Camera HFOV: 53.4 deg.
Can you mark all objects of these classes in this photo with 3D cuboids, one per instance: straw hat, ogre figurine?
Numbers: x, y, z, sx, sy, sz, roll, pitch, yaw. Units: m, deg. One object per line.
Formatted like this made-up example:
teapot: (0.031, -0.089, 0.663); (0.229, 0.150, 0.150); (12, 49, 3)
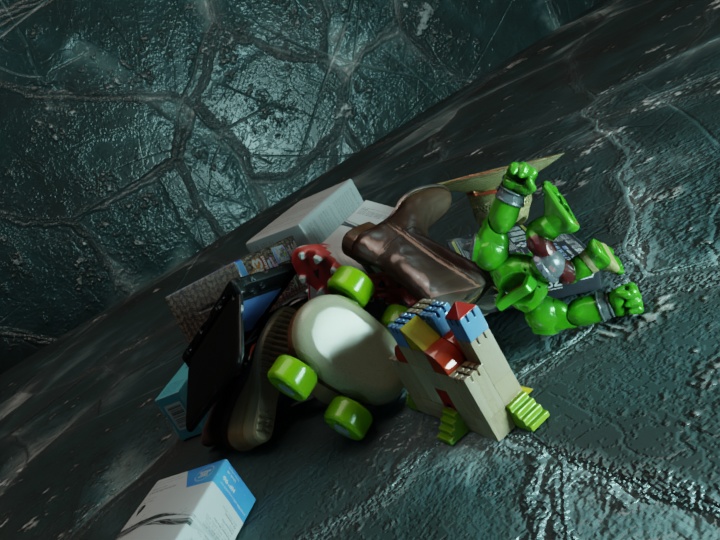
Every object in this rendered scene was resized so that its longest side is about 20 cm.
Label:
straw hat: (0.198, -0.102, 1.013); (0.200, 0.086, 0.201); (-13, 6, 1)
ogre figurine: (0.196, -0.010, 0.773); (0.120, 0.200, 0.098); (-39, 23, 25)

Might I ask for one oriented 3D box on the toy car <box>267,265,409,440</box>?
toy car: (-0.039, 0.115, 0.916); (0.165, 0.158, 0.200); (-57, 9, -24)

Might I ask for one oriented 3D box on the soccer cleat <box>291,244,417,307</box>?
soccer cleat: (0.002, -0.001, 0.953); (0.199, 0.069, 0.085); (11, 30, 27)

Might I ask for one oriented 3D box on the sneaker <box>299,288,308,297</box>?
sneaker: (-0.044, 0.044, 1.294); (0.200, 0.078, 0.091); (-36, -5, -17)

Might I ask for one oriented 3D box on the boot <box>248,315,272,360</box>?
boot: (-0.118, 0.109, 1.098); (0.075, 0.108, 0.200); (-11, 4, -33)

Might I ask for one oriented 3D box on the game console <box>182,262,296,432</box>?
game console: (-0.164, 0.105, 0.994); (0.175, 0.117, 0.200); (-19, -23, -46)

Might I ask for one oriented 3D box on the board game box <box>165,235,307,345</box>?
board game box: (-0.200, 0.033, 1.228); (0.159, 0.097, 0.200); (-24, 4, 26)

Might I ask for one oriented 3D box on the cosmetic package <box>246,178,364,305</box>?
cosmetic package: (-0.084, -0.051, 1.446); (0.166, 0.168, 0.200); (-17, 19, 42)

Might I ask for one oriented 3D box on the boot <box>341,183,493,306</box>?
boot: (0.103, -0.026, 0.870); (0.186, 0.064, 0.200); (-33, 40, -25)

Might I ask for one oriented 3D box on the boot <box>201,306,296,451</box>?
boot: (-0.160, 0.153, 1.011); (0.166, 0.072, 0.201); (-17, 53, 51)

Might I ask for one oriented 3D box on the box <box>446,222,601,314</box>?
box: (0.205, -0.011, 0.939); (0.160, 0.049, 0.200); (-11, 18, 2)

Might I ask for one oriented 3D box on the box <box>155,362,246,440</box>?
box: (-0.260, 0.186, 1.193); (0.049, 0.083, 0.200); (-23, 17, 20)

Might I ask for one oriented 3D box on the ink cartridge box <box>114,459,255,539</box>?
ink cartridge box: (-0.208, 0.302, 0.759); (0.116, 0.068, 0.200); (-24, 17, 24)

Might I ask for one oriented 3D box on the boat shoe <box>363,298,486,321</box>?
boat shoe: (0.072, 0.044, 0.969); (0.200, 0.064, 0.074); (-3, 7, 16)

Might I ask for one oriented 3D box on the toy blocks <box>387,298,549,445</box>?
toy blocks: (0.086, 0.092, 0.744); (0.100, 0.137, 0.200); (-36, 16, -21)

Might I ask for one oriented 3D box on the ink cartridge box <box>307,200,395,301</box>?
ink cartridge box: (0.000, 0.000, 1.144); (0.084, 0.145, 0.200); (16, 37, 22)

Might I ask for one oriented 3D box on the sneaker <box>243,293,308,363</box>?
sneaker: (-0.134, 0.089, 1.200); (0.199, 0.071, 0.083); (-29, -16, 11)
